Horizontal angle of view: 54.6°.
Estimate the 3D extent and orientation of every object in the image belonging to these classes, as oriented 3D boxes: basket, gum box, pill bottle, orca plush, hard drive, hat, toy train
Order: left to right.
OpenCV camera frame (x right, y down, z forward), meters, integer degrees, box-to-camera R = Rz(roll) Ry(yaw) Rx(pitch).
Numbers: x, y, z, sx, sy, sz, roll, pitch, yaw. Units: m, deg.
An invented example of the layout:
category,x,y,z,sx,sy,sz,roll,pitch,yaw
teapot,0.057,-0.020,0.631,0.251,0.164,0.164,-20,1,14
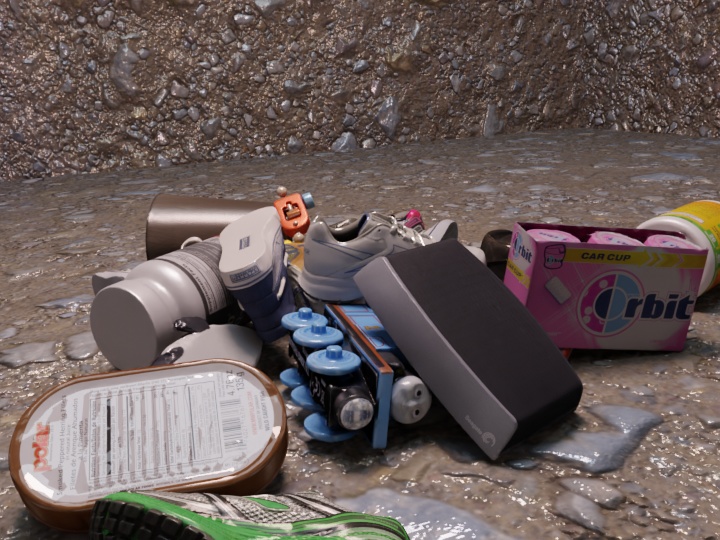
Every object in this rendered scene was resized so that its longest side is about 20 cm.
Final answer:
category,x,y,z,sx,sy,sz,roll,pitch,yaw
pill bottle,-0.200,0.035,0.798,0.115,0.117,0.200,5,18,27
orca plush,-0.161,0.115,0.657,0.105,0.071,0.200,40,25,-11
basket,-0.206,-0.048,1.072,0.199,0.137,0.180,1,3,-3
toy train,-0.142,-0.026,0.979,0.199,0.056,0.151,-25,56,-7
toy train,-0.007,0.088,0.640,0.113,0.087,0.200,-2,14,-18
hard drive,0.098,0.054,0.614,0.134,0.042,0.200,-15,56,-40
hat,0.195,-0.011,0.896,0.199,0.082,0.201,2,4,0
gum box,0.254,0.018,0.729,0.199,0.114,0.066,3,20,-10
pill bottle,0.443,-0.032,0.922,0.199,0.112,0.111,-18,21,-41

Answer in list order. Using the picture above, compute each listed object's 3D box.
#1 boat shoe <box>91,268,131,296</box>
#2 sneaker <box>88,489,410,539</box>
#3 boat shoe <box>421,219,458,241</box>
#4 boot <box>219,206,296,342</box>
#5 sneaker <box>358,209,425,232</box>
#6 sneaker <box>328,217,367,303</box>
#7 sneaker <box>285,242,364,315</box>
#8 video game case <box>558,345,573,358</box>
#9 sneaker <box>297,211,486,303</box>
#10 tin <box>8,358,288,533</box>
category,x,y,z,sx,sy,sz,roll,pitch,yaw
boat shoe,-0.291,0.031,0.926,0.070,0.071,0.199,-18,15,-35
sneaker,-0.065,0.168,0.407,0.199,0.079,0.085,9,11,10
boat shoe,0.096,-0.034,1.059,0.066,0.074,0.200,6,19,21
boot,-0.111,0.000,0.779,0.072,0.091,0.200,-19,23,6
sneaker,0.010,-0.062,1.179,0.199,0.075,0.081,-3,16,1
sneaker,0.000,0.000,0.894,0.076,0.115,0.199,-15,21,-31
sneaker,-0.062,0.027,0.841,0.075,0.089,0.200,-9,24,-25
video game case,0.175,0.067,0.796,0.142,0.018,0.200,5,18,28
sneaker,0.035,-0.015,0.719,0.199,0.088,0.075,-1,24,-9
tin,-0.152,0.123,0.517,0.199,0.042,0.112,-7,48,-12
